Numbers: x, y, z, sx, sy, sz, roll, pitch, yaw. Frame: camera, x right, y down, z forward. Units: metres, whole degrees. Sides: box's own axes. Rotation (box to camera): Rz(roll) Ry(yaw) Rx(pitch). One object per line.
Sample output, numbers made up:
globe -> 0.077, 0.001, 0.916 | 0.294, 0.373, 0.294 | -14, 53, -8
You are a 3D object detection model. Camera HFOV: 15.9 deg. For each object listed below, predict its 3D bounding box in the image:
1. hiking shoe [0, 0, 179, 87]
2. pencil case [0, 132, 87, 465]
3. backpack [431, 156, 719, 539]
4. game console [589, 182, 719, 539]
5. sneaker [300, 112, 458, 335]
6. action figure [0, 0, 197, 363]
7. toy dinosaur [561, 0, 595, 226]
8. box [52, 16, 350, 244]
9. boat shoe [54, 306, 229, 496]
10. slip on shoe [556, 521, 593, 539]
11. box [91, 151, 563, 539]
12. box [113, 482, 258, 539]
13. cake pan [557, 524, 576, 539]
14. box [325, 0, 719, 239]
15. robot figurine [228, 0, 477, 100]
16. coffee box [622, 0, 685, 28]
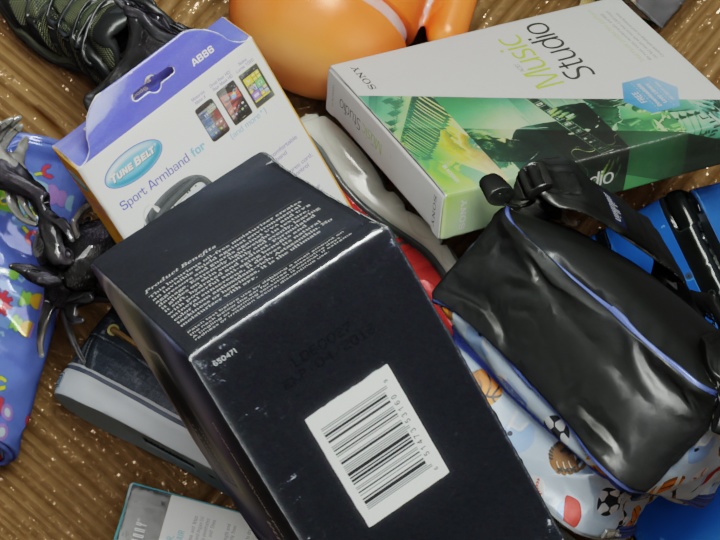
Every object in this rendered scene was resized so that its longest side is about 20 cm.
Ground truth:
hiking shoe -> -0.148, -0.149, 1.539 | 0.200, 0.101, 0.076 | 41, 74, 7
pencil case -> -0.217, 0.014, 1.499 | 0.087, 0.078, 0.200 | 19, 72, -15
backpack -> 0.141, 0.059, 1.415 | 0.154, 0.190, 0.200 | -49, 63, 19
game console -> 0.223, 0.056, 1.545 | 0.171, 0.118, 0.200 | -29, 75, 21
sneaker -> 0.000, 0.000, 1.522 | 0.085, 0.077, 0.200 | -37, 68, -15
action figure -> -0.144, -0.052, 1.451 | 0.102, 0.119, 0.200 | 38, 105, 42
toy dinosaur -> 0.117, -0.095, 1.562 | 0.101, 0.058, 0.200 | 34, 75, 8
box -> -0.080, -0.043, 1.409 | 0.119, 0.200, 0.041 | -38, 35, -11
boat shoe -> -0.072, 0.078, 1.491 | 0.200, 0.071, 0.091 | 27, 76, 9
slip on shoe -> 0.068, 0.106, 1.498 | 0.200, 0.076, 0.061 | 25, 62, 10
box -> -0.022, 0.067, 1.324 | 0.123, 0.198, 0.200 | -33, 111, -9
box -> -0.047, 0.189, 1.474 | 0.200, 0.049, 0.082 | 15, 74, 1
cake pan -> 0.062, 0.229, 1.432 | 0.200, 0.037, 0.201 | 5, 81, -31
box -> 0.100, -0.091, 1.481 | 0.200, 0.036, 0.144 | -17, 41, -22
robot figurine -> -0.010, -0.188, 1.553 | 0.144, 0.117, 0.200 | 32, 71, -28
coffee box -> 0.147, -0.253, 1.553 | 0.200, 0.044, 0.123 | 41, 91, -25
